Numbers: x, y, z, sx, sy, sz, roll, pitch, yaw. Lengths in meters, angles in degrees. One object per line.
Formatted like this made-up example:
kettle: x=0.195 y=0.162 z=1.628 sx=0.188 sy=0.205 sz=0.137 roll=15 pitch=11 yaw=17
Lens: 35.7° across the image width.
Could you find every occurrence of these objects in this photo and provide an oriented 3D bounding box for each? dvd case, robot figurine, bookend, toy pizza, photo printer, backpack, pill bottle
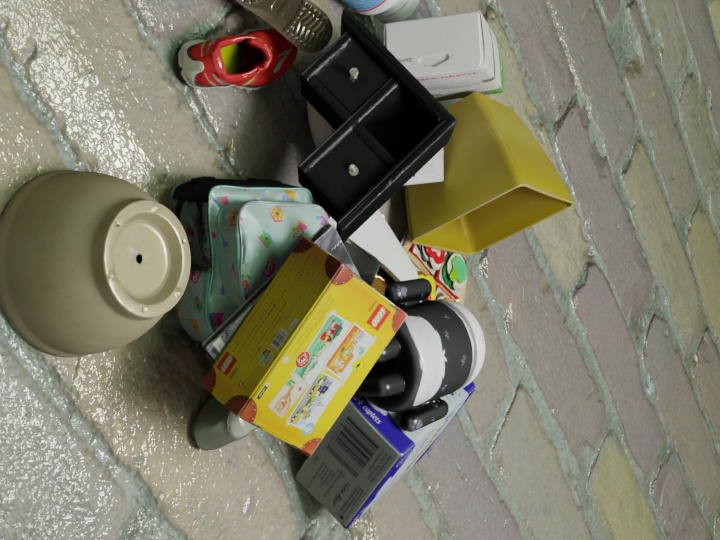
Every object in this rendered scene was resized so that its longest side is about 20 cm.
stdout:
dvd case: x=-0.078 y=0.060 z=1.290 sx=0.200 sy=0.016 sz=0.149 roll=-44 pitch=139 yaw=-14
robot figurine: x=0.066 y=0.104 z=1.394 sx=0.199 sy=0.125 sz=0.152 roll=-12 pitch=135 yaw=-45
bookend: x=-0.020 y=-0.177 z=1.391 sx=0.198 sy=0.092 sz=0.200 roll=-42 pitch=84 yaw=-9
toy pizza: x=0.118 y=0.017 z=1.755 sx=0.199 sy=0.031 sz=0.203 roll=5 pitch=84 yaw=-52
photo printer: x=-0.008 y=0.003 z=1.538 sx=0.167 sy=0.069 sz=0.201 roll=-50 pitch=117 yaw=-36
backpack: x=-0.132 y=-0.002 z=1.335 sx=0.174 sy=0.152 sz=0.203 roll=-2 pitch=103 yaw=-45
pill bottle: x=-0.002 y=-0.427 z=1.560 sx=0.199 sy=0.108 sz=0.110 roll=28 pitch=66 yaw=-48

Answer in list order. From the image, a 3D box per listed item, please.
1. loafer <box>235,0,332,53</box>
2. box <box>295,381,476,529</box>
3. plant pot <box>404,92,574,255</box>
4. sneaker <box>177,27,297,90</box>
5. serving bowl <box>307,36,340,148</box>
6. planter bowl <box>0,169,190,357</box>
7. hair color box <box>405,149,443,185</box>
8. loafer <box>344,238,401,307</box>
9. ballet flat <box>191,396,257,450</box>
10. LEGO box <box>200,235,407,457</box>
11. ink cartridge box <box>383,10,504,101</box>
loafer: x=-0.120 y=-0.352 z=1.416 sx=0.076 sy=0.068 sz=0.200 roll=-45 pitch=102 yaw=2
box: x=0.035 y=0.215 z=1.504 sx=0.105 sy=0.185 sz=0.199 roll=42 pitch=41 yaw=12
plant pot: x=0.177 y=-0.152 z=1.708 sx=0.199 sy=0.199 sz=0.179 roll=8 pitch=60 yaw=-56
sneaker: x=-0.135 y=-0.262 z=1.397 sx=0.199 sy=0.084 sz=0.078 roll=-27 pitch=110 yaw=-50
serving bowl: x=-0.021 y=-0.225 z=1.549 sx=0.199 sy=0.065 sz=0.203 roll=-4 pitch=95 yaw=-63
planter bowl: x=-0.265 y=-0.009 z=1.177 sx=0.199 sy=0.133 sz=0.203 roll=3 pitch=86 yaw=-52
hair color box: x=0.051 y=-0.173 z=1.552 sx=0.199 sy=0.064 sz=0.111 roll=-13 pitch=104 yaw=-64
loafer: x=0.000 y=0.000 z=1.449 sx=0.199 sy=0.072 sz=0.074 roll=35 pitch=66 yaw=-32
ballet flat: x=-0.127 y=0.163 z=1.403 sx=0.199 sy=0.063 sz=0.068 roll=-32 pitch=114 yaw=-48
LEGO box: x=-0.060 y=0.088 z=1.254 sx=0.201 sy=0.077 sz=0.149 roll=-55 pitch=140 yaw=-3
ink cartridge box: x=0.125 y=-0.308 z=1.636 sx=0.200 sy=0.144 sz=0.086 roll=9 pitch=77 yaw=-76
